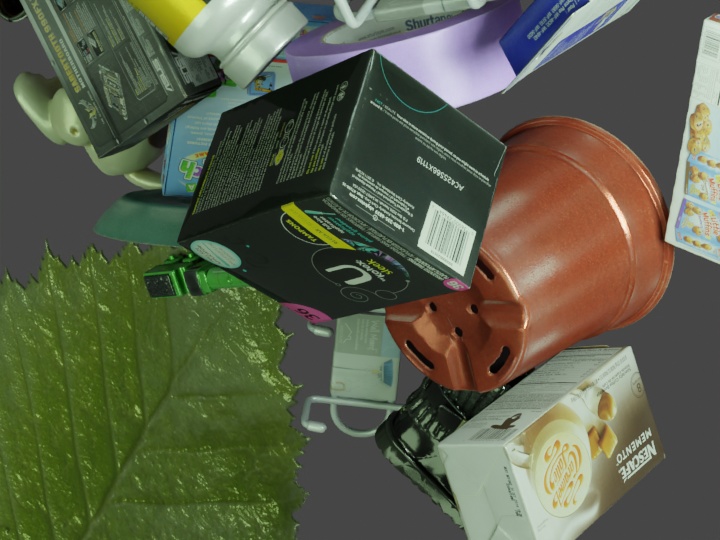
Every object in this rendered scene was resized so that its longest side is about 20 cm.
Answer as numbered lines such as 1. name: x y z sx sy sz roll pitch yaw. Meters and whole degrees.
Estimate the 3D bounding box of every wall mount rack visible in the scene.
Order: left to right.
1. wall mount rack: 0.033 0.100 1.791 0.172 0.075 0.201 6 122 1
2. wall mount rack: 0.063 -0.268 1.491 0.199 0.174 0.075 -4 129 33

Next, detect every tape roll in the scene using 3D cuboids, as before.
1. tape roll: 0.040 -0.177 1.541 0.199 0.200 0.066 -1 112 41

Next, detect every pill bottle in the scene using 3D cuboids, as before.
1. pill bottle: -0.142 -0.250 1.562 0.200 0.111 0.111 44 135 -5

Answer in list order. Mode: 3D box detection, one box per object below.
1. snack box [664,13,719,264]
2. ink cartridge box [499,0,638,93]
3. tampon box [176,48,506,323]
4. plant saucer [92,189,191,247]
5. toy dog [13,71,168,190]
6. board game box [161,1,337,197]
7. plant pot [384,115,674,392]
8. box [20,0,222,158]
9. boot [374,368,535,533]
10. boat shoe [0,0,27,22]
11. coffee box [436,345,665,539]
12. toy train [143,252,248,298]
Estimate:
1. snack box: 0.293 -0.100 1.487 0.072 0.024 0.201 24 126 29
2. ink cartridge box: 0.172 -0.208 1.410 0.039 0.200 0.099 48 134 5
3. tampon box: -0.015 -0.057 1.440 0.150 0.127 0.199 32 152 -30
4. plant saucer: -0.157 -0.053 1.790 0.199 0.199 0.036 10 101 37
5. toy dog: -0.211 -0.181 1.803 0.200 0.139 0.195 -30 86 41
6. board game box: -0.099 -0.155 1.723 0.037 0.150 0.201 -106 23 -52
7. plant pot: 0.128 -0.003 1.560 0.200 0.195 0.202 20 125 32
8. box: -0.225 -0.221 1.678 0.158 0.048 0.201 -27 90 49
9. boot: 0.132 0.162 1.722 0.211 0.080 0.158 38 119 -8
10. boat shoe: -0.319 -0.335 1.866 0.072 0.067 0.201 41 131 19
11. coffee box: 0.168 0.157 1.606 0.079 0.200 0.115 -6 108 43
12. toy train: -0.144 0.003 1.899 0.199 0.056 0.042 -5 108 43
